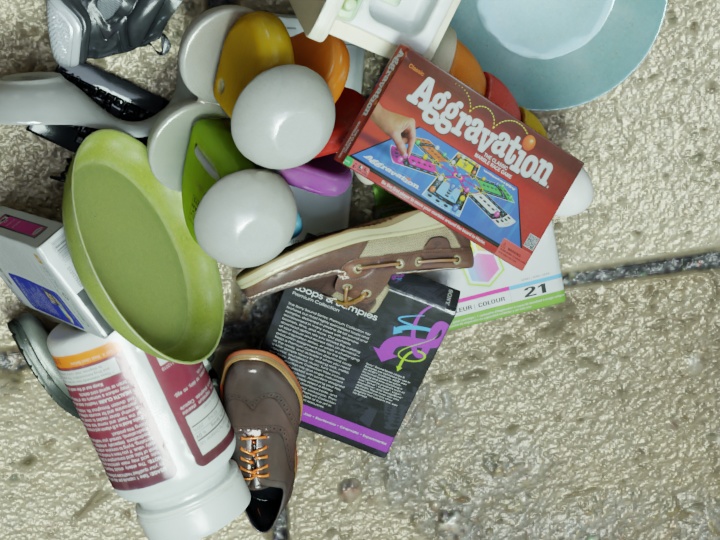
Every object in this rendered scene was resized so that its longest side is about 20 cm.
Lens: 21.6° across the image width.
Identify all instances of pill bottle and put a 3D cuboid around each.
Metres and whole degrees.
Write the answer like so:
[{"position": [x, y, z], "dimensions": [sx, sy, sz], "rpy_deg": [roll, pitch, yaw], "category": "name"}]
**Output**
[{"position": [-0.173, 0.123, 1.588], "dimensions": [0.114, 0.114, 0.201], "rpy_deg": [-22, 104, 0], "category": "pill bottle"}]

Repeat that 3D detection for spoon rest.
[{"position": [-0.222, -0.134, 1.533], "dimensions": [0.199, 0.099, 0.061], "rpy_deg": [-11, 106, -27], "category": "spoon rest"}]

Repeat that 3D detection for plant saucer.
[{"position": [-0.177, -0.015, 1.501], "dimensions": [0.031, 0.200, 0.200], "rpy_deg": [-24, 115, 22], "category": "plant saucer"}, {"position": [0.159, -0.236, 1.597], "dimensions": [0.200, 0.039, 0.202], "rpy_deg": [-3, 112, -8], "category": "plant saucer"}]

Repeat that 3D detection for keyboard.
[{"position": [-0.182, -0.093, 1.598], "dimensions": [0.199, 0.040, 0.104], "rpy_deg": [24, 106, -17], "category": "keyboard"}]

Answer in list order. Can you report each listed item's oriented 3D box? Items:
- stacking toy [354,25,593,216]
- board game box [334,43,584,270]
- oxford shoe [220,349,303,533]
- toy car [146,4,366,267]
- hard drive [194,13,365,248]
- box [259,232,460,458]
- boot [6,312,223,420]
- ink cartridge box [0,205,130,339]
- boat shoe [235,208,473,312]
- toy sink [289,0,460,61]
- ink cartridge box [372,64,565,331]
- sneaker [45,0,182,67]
[{"position": [0.106, -0.098, 1.565], "dimensions": [0.200, 0.146, 0.146], "rpy_deg": [29, 105, -14], "category": "stacking toy"}, {"position": [0.081, -0.086, 1.491], "dimensions": [0.200, 0.019, 0.103], "rpy_deg": [29, 91, -33], "category": "board game box"}, {"position": [-0.085, 0.150, 1.652], "dimensions": [0.071, 0.073, 0.200], "rpy_deg": [-2, 135, 6], "category": "oxford shoe"}, {"position": [-0.069, -0.104, 1.498], "dimensions": [0.150, 0.175, 0.201], "rpy_deg": [6, 119, -33], "category": "toy car"}, {"position": [-0.069, -0.115, 1.597], "dimensions": [0.131, 0.027, 0.201], "rpy_deg": [3, 103, -13], "category": "hard drive"}, {"position": [-0.012, 0.068, 1.639], "dimensions": [0.143, 0.036, 0.200], "rpy_deg": [21, 133, -3], "category": "box"}, {"position": [-0.207, 0.082, 1.663], "dimensions": [0.131, 0.068, 0.200], "rpy_deg": [-41, 113, -5], "category": "boot"}, {"position": [-0.261, -0.002, 1.549], "dimensions": [0.037, 0.200, 0.095], "rpy_deg": [-43, 115, -20], "category": "ink cartridge box"}, {"position": [0.000, 0.000, 1.527], "dimensions": [0.199, 0.072, 0.072], "rpy_deg": [-17, 92, -20], "category": "boat shoe"}, {"position": [0.022, -0.243, 1.483], "dimensions": [0.112, 0.200, 0.131], "rpy_deg": [21, 106, -16], "category": "toy sink"}, {"position": [0.085, -0.059, 1.636], "dimensions": [0.147, 0.076, 0.201], "rpy_deg": [-14, 115, -4], "category": "ink cartridge box"}, {"position": [-0.196, -0.261, 1.511], "dimensions": [0.113, 0.076, 0.201], "rpy_deg": [-3, 118, -9], "category": "sneaker"}]
